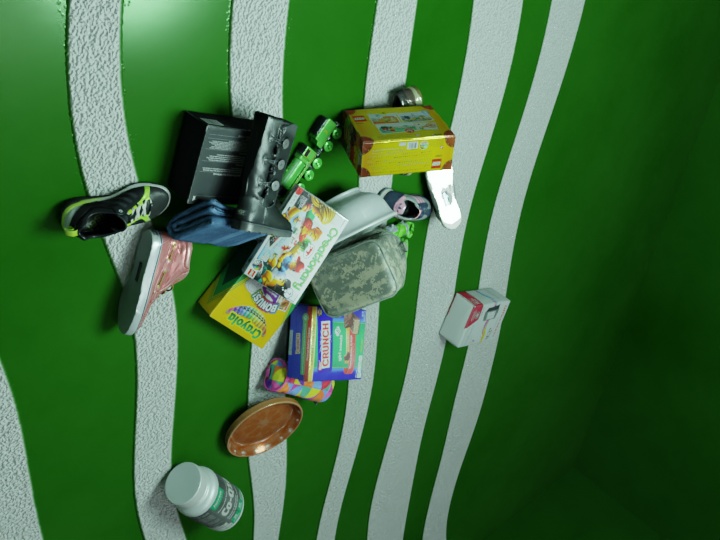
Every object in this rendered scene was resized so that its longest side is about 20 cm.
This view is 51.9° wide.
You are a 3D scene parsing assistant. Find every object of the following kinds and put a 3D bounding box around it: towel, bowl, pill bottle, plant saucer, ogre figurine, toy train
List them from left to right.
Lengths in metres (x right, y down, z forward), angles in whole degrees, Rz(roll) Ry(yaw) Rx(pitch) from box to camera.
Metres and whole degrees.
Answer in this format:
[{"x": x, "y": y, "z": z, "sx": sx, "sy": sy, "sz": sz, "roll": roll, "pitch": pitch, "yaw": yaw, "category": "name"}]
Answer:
[{"x": -0.360, "y": 0.521, "z": 1.707, "sx": 0.113, "sy": 0.113, "sz": 0.201, "roll": -46, "pitch": 144, "yaw": -10, "category": "pill bottle"}, {"x": -0.256, "y": -0.082, "z": 1.345, "sx": 0.110, "sy": 0.049, "sz": 0.199, "roll": -18, "pitch": 172, "yaw": 20, "category": "towel"}, {"x": -0.232, "y": 0.371, "z": 1.770, "sx": 0.197, "sy": 0.032, "sz": 0.202, "roll": -24, "pitch": 144, "yaw": -18, "category": "plant saucer"}, {"x": -0.109, "y": -0.219, "z": 1.475, "sx": 0.056, "sy": 0.042, "sz": 0.202, "roll": 34, "pitch": 91, "yaw": -44, "category": "toy train"}, {"x": -0.028, "y": -0.115, "z": 1.571, "sx": 0.198, "sy": 0.092, "sz": 0.201, "roll": -27, "pitch": 180, "yaw": 0, "category": "bowl"}, {"x": 0.062, "y": -0.035, "z": 1.767, "sx": 0.200, "sy": 0.098, "sz": 0.120, "roll": -45, "pitch": 156, "yaw": 5, "category": "ogre figurine"}]

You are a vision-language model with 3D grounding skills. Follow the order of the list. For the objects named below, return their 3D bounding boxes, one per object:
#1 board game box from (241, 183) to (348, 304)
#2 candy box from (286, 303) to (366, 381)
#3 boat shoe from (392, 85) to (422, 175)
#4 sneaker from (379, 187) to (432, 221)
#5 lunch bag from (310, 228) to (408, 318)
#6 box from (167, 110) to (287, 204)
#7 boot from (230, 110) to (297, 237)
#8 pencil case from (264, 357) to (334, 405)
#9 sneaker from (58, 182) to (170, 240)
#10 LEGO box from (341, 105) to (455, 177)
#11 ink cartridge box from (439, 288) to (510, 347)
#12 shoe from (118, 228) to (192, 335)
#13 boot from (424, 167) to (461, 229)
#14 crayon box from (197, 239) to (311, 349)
[{"x": -0.128, "y": -0.050, "z": 1.451, "sx": 0.125, "sy": 0.035, "sz": 0.202, "roll": 31, "pitch": 94, "yaw": -23, "category": "board game box"}, {"x": -0.077, "y": 0.168, "z": 1.732, "sx": 0.198, "sy": 0.076, "sz": 0.173, "roll": 7, "pitch": 86, "yaw": -50, "category": "candy box"}, {"x": 0.089, "y": -0.301, "z": 1.615, "sx": 0.065, "sy": 0.072, "sz": 0.204, "roll": -15, "pitch": 129, "yaw": -27, "category": "boat shoe"}, {"x": 0.124, "y": -0.142, "z": 1.761, "sx": 0.198, "sy": 0.082, "sz": 0.071, "roll": 3, "pitch": 115, "yaw": -50, "category": "sneaker"}, {"x": 0.000, "y": 0.000, "z": 1.618, "sx": 0.197, "sy": 0.141, "sz": 0.168, "roll": -23, "pitch": -174, "yaw": 22, "category": "lunch bag"}, {"x": -0.229, "y": -0.196, "z": 1.323, "sx": 0.198, "sy": 0.078, "sz": 0.143, "roll": -3, "pitch": 118, "yaw": -48, "category": "box"}, {"x": -0.153, "y": -0.166, "z": 1.315, "sx": 0.164, "sy": 0.064, "sz": 0.204, "roll": 3, "pitch": 99, "yaw": -68, "category": "boot"}, {"x": -0.147, "y": 0.266, "z": 1.776, "sx": 0.089, "sy": 0.088, "sz": 0.199, "roll": -56, "pitch": 143, "yaw": 3, "category": "pencil case"}, {"x": -0.393, "y": -0.086, "z": 1.217, "sx": 0.198, "sy": 0.082, "sz": 0.073, "roll": -22, "pitch": 134, "yaw": -37, "category": "sneaker"}, {"x": 0.073, "y": -0.264, "z": 1.494, "sx": 0.196, "sy": 0.150, "sz": 0.078, "roll": -6, "pitch": 127, "yaw": -15, "category": "LEGO box"}, {"x": 0.348, "y": 0.141, "z": 2.237, "sx": 0.198, "sy": 0.085, "sz": 0.150, "roll": -4, "pitch": 121, "yaw": -45, "category": "ink cartridge box"}, {"x": -0.370, "y": 0.026, "z": 1.341, "sx": 0.090, "sy": 0.071, "sz": 0.203, "roll": 8, "pitch": 107, "yaw": -45, "category": "shoe"}, {"x": 0.193, "y": -0.203, "z": 1.813, "sx": 0.071, "sy": 0.090, "sz": 0.204, "roll": -15, "pitch": 107, "yaw": -6, "category": "boot"}, {"x": -0.217, "y": 0.051, "z": 1.546, "sx": 0.174, "sy": 0.058, "sz": 0.200, "roll": -52, "pitch": 144, "yaw": -4, "category": "crayon box"}]
